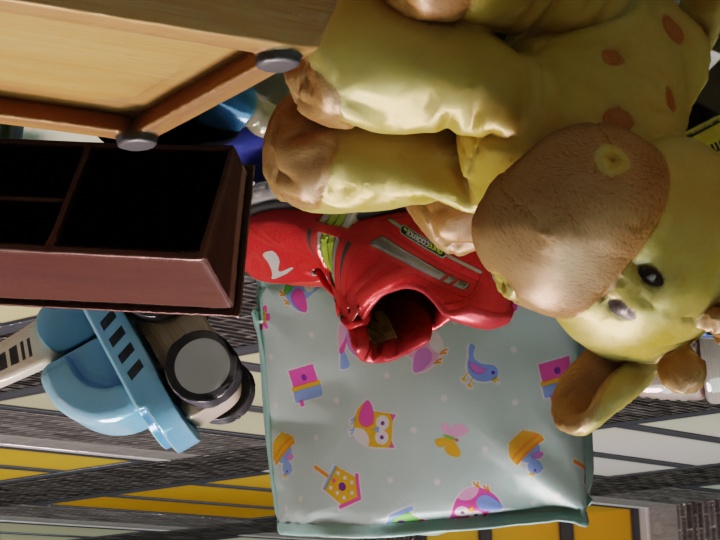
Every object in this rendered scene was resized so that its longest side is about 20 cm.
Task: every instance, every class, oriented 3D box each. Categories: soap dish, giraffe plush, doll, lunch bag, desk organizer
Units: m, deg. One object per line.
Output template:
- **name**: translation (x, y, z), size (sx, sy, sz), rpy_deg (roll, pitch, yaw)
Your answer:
- **soap dish**: translation (-0.118, -0.103, 0.679), size (0.200, 0.081, 0.157), rpy_deg (5, 166, -34)
- **giraffe plush**: translation (0.079, -0.032, 0.722), size (0.200, 0.162, 0.173), rpy_deg (-2, 138, -21)
- **doll**: translation (-0.095, -0.073, 0.892), size (0.136, 0.049, 0.200), rpy_deg (5, 170, 19)
- **lunch bag**: translation (0.036, 0.073, 1.181), size (0.200, 0.171, 0.122), rpy_deg (-4, -178, 10)
- **desk organizer**: translation (-0.152, -0.028, 0.844), size (0.200, 0.072, 0.077), rpy_deg (3, 163, 6)

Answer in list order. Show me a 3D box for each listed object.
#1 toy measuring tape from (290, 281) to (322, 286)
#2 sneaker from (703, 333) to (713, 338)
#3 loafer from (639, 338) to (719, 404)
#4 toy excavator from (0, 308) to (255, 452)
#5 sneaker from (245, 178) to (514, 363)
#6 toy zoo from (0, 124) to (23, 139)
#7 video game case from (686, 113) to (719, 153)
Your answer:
- **toy measuring tape**: translation (-0.024, -0.022, 1.113), size (0.074, 0.074, 0.200), rpy_deg (-1, 177, -4)
- **sneaker**: translation (0.198, -0.018, 0.949), size (0.200, 0.075, 0.088), rpy_deg (-26, 179, -23)
- **loafer**: translation (0.162, 0.004, 1.023), size (0.063, 0.072, 0.200), rpy_deg (-7, -154, 12)
- **toy excavator**: translation (-0.196, 0.053, 1.295), size (0.200, 0.195, 0.100), rpy_deg (-30, 168, -4)
- **sneaker**: translation (0.000, 0.000, 0.903), size (0.077, 0.085, 0.200), rpy_deg (10, 172, -34)
- **toy zoo**: translation (-0.248, -0.078, 0.863), size (0.200, 0.020, 0.131), rpy_deg (8, 166, -15)
- **video game case**: translation (0.143, -0.046, 0.933), size (0.181, 0.026, 0.200), rpy_deg (-27, 179, -26)
